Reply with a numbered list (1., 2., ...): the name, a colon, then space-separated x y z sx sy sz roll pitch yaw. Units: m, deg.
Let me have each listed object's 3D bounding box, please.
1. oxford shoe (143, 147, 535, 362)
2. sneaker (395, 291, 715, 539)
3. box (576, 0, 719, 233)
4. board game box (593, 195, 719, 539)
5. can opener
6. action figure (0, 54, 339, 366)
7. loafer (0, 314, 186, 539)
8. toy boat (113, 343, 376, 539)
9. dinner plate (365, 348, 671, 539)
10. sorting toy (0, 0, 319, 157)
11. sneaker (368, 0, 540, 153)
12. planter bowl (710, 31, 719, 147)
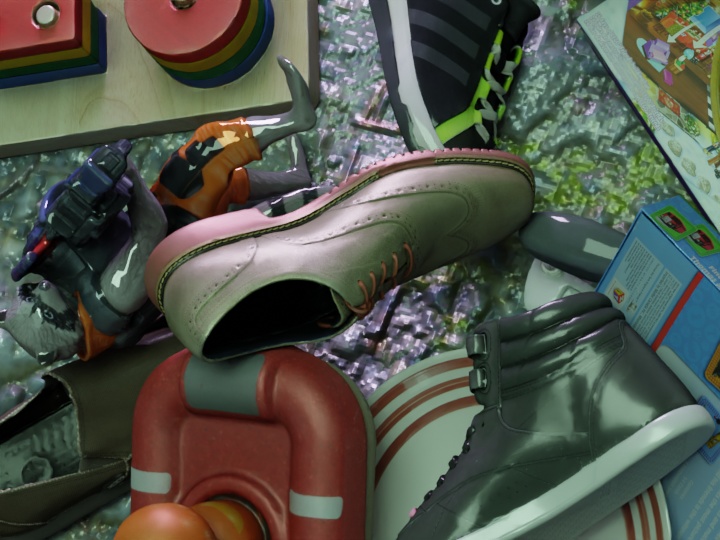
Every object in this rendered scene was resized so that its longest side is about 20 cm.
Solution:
1. oxford shoe: 0.000 0.000 1.362 0.199 0.071 0.075 -20 43 -10
2. sneaker: 0.062 0.085 1.323 0.200 0.071 0.099 -35 68 18
3. box: 0.217 -0.082 1.404 0.137 0.039 0.200 -32 65 4
4. board game box: 0.175 0.087 1.313 0.200 0.037 0.152 48 133 25
5. can opener: 0.158 0.031 1.369 0.200 0.067 0.053 30 84 31
6. action figure: -0.096 -0.021 1.398 0.193 0.200 0.105 -38 91 -11
7. loafer: -0.126 0.075 1.445 0.200 0.071 0.073 -36 65 3
8. toy boat: -0.072 0.135 1.353 0.130 0.131 0.201 4 94 32
9. dinner plate: 0.063 0.138 1.367 0.200 0.024 0.201 -2 86 29
10. sorting toy: -0.128 -0.178 1.533 0.198 0.070 0.201 -7 70 15
11. sneaker: 0.054 -0.116 1.452 0.083 0.072 0.201 -18 68 9
12. planter bowl: 0.260 -0.107 1.333 0.200 0.083 0.201 -5 69 13
